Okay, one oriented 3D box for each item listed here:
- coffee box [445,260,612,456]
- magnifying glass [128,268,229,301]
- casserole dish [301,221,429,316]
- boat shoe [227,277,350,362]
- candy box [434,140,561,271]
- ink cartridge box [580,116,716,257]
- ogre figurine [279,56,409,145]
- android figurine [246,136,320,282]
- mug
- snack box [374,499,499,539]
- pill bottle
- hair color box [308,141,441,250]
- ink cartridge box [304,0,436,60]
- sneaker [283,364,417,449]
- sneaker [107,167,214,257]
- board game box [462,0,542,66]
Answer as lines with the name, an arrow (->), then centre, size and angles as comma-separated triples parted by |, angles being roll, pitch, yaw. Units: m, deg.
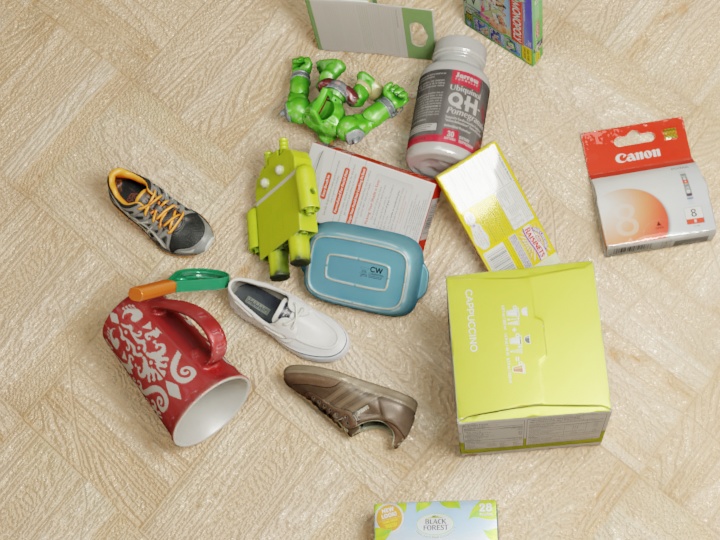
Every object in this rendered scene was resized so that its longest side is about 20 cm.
coffee box -> 0.219, 0.122, 1.592 | 0.197, 0.198, 0.203 | -5, 69, 5
magnifying glass -> -0.258, 0.020, 1.706 | 0.079, 0.199, 0.023 | 10, 100, 27
casserole dish -> 0.000, 0.000, 1.722 | 0.197, 0.039, 0.123 | 12, 102, 15
boat shoe -> -0.108, 0.070, 1.726 | 0.198, 0.065, 0.074 | 21, 73, 15
candy box -> 0.197, -0.073, 1.712 | 0.101, 0.026, 0.202 | -30, 97, -7
ink cartridge box -> 0.416, -0.130, 1.740 | 0.160, 0.050, 0.203 | -9, 72, 4
ogre figurine -> -0.040, -0.257, 1.823 | 0.198, 0.098, 0.121 | 31, 64, 5
android figurine -> -0.112, -0.093, 1.746 | 0.041, 0.181, 0.203 | 6, 68, -33
mug -> -0.253, 0.114, 1.691 | 0.200, 0.133, 0.178 | 45, 104, 24
snack box -> 0.102, 0.408, 1.573 | 0.166, 0.068, 0.203 | -4, 68, 7
pill bottle -> 0.135, -0.242, 1.785 | 0.109, 0.111, 0.203 | 7, 71, 10
hair color box -> 0.011, -0.106, 1.757 | 0.197, 0.064, 0.112 | 20, 100, 13
ink cartridge box -> 0.021, -0.385, 1.834 | 0.197, 0.146, 0.049 | 6, 69, 9
sneaker -> -0.022, 0.188, 1.669 | 0.197, 0.071, 0.077 | 14, 73, 13
sneaker -> -0.308, -0.088, 1.805 | 0.198, 0.077, 0.079 | 30, 74, 15
board game box -> 0.211, -0.395, 1.783 | 0.134, 0.200, 0.029 | 37, 80, 19
